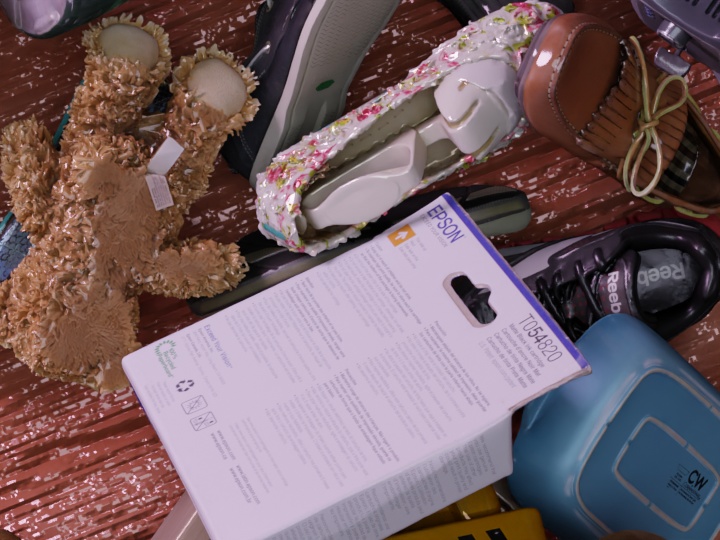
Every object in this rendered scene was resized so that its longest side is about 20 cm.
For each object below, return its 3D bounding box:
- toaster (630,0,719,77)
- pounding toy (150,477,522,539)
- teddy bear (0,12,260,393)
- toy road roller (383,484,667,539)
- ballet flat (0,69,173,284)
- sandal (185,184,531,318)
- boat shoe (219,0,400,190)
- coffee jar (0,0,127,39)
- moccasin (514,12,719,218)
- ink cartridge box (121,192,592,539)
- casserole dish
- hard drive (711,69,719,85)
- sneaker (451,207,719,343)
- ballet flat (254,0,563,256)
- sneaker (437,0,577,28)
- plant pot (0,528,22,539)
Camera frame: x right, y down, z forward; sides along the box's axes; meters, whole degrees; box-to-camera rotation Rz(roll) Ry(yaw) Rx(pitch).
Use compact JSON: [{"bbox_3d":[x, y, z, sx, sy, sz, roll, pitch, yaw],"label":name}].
[{"bbox_3d":[0.219,-0.195,1.430,0.113,0.129,0.201,33,86,8],"label":"toaster"},{"bbox_3d":[-0.008,0.172,1.480,0.200,0.142,0.185,37,78,-7],"label":"pounding toy"},{"bbox_3d":[-0.129,-0.037,1.428,0.144,0.067,0.201,4,94,-19],"label":"teddy bear"},{"bbox_3d":[0.062,0.151,1.367,0.199,0.123,0.147,-11,75,-14],"label":"toy road roller"},{"bbox_3d":[-0.162,-0.026,1.476,0.074,0.074,0.201,30,94,-4],"label":"ballet flat"},{"bbox_3d":[0.001,0.000,1.486,0.200,0.080,0.058,-13,108,-2],"label":"sandal"},{"bbox_3d":[-0.029,-0.135,1.446,0.068,0.072,0.201,44,124,24],"label":"boat shoe"},{"bbox_3d":[-0.108,-0.203,1.422,0.199,0.085,0.105,-26,94,-33],"label":"coffee jar"},{"bbox_3d":[0.145,-0.076,1.414,0.077,0.201,0.074,25,79,36],"label":"moccasin"},{"bbox_3d":[-0.003,0.060,1.337,0.199,0.200,0.041,-27,123,-5],"label":"ink cartridge box"},{"bbox_3d":[0.155,0.104,1.452,0.039,0.200,0.121,30,84,40],"label":"casserole dish"},{"bbox_3d":[0.298,-0.142,1.508,0.199,0.026,0.132,-29,94,0],"label":"hard drive"},{"bbox_3d":[0.116,0.016,1.478,0.199,0.098,0.071,-15,96,0],"label":"sneaker"},{"bbox_3d":[0.034,-0.068,1.414,0.200,0.064,0.076,-35,116,5],"label":"ballet flat"},{"bbox_3d":[0.084,-0.165,1.478,0.200,0.076,0.091,43,86,-6],"label":"sneaker"},{"bbox_3d":[-0.176,0.249,1.459,0.186,0.186,0.200,-37,80,1],"label":"plant pot"}]
